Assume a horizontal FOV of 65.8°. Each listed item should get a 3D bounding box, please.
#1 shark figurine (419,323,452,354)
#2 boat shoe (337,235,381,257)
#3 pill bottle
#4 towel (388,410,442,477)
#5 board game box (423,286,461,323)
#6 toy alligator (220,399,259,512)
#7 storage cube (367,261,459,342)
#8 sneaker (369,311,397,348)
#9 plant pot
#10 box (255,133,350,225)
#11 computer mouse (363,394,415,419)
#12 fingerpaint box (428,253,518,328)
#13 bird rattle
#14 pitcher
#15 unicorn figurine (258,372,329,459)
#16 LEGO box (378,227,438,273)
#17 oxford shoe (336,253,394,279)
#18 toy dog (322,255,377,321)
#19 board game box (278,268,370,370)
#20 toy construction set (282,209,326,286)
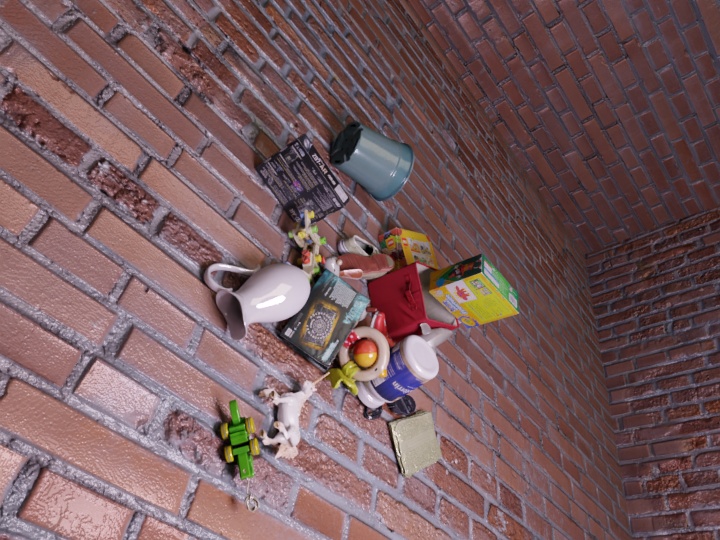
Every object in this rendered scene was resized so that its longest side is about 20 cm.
[{"bbox_3d":[0.159,0.228,1.493,0.090,0.214,0.128,53,4,36],"label":"shark figurine"},{"bbox_3d":[0.019,-0.045,1.604,0.200,0.062,0.072,22,52,-47],"label":"boat shoe"},{"bbox_3d":[0.084,0.253,1.368,0.116,0.200,0.116,33,35,-27],"label":"pill bottle"},{"bbox_3d":[0.151,0.461,1.493,0.200,0.036,0.149,3,69,-54],"label":"towel"},{"bbox_3d":[0.252,0.100,1.713,0.148,0.200,0.064,61,33,-9],"label":"board game box"},{"bbox_3d":[-0.218,0.343,1.040,0.054,0.059,0.201,99,-23,-75],"label":"toy alligator"},{"bbox_3d":[0.148,0.098,1.588,0.200,0.180,0.171,18,56,-48],"label":"storage cube"},{"bbox_3d":[0.075,0.196,1.461,0.077,0.085,0.201,-47,131,-58],"label":"sneaker"},{"bbox_3d":[0.027,-0.344,1.703,0.196,0.200,0.201,25,50,-35],"label":"plant pot"},{"bbox_3d":[-0.145,-0.216,1.394,0.200,0.160,0.044,54,36,-15],"label":"box"},{"bbox_3d":[0.075,0.364,1.459,0.200,0.034,0.059,3,52,-46],"label":"computer mouse"},{"bbox_3d":[0.312,0.060,1.526,0.200,0.167,0.073,41,43,-31],"label":"fingerpaint box"},{"bbox_3d":[-0.006,0.196,1.343,0.113,0.163,0.201,42,45,-60],"label":"bird rattle"},{"bbox_3d":[-0.218,0.038,1.186,0.200,0.121,0.172,-25,77,-46],"label":"pitcher"},{"bbox_3d":[-0.149,0.293,1.160,0.137,0.074,0.201,37,56,-50],"label":"unicorn figurine"},{"bbox_3d":[0.159,-0.045,1.786,0.200,0.077,0.149,8,63,-52],"label":"LEGO box"},{"bbox_3d":[0.000,0.000,1.545,0.200,0.074,0.071,0,54,-32],"label":"oxford shoe"},{"bbox_3d":[-0.024,0.056,1.437,0.200,0.096,0.132,53,37,-28],"label":"toy dog"},{"bbox_3d":[-0.080,0.111,1.292,0.135,0.028,0.200,36,63,-5],"label":"board game box"},{"bbox_3d":[-0.138,-0.037,1.352,0.131,0.092,0.200,69,32,-44],"label":"toy construction set"}]
